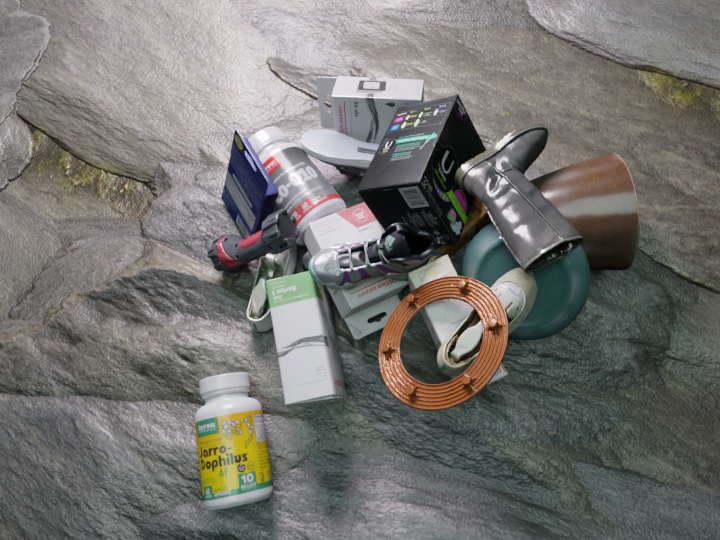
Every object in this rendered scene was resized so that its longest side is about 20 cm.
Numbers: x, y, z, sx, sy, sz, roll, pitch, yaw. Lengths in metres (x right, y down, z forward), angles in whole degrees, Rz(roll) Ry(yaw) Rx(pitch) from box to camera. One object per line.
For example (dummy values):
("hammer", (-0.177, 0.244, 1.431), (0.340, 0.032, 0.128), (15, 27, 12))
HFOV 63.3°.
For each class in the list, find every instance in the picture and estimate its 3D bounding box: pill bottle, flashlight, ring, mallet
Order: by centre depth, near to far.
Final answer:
("ring", (0.108, 0.095, 0.812), (0.199, 0.019, 0.202), (-20, 49, 25))
("pill bottle", (-0.211, 0.275, 0.956), (0.112, 0.113, 0.202), (-11, 75, 3))
("flashlight", (-0.185, -0.052, 1.004), (0.068, 0.199, 0.068), (42, 49, -25))
("mallet", (-0.015, 0.026, 1.043), (0.199, 0.066, 0.041), (29, 80, -3))
("pill bottle", (-0.126, -0.155, 1.056), (0.114, 0.114, 0.200), (-37, 75, -4))

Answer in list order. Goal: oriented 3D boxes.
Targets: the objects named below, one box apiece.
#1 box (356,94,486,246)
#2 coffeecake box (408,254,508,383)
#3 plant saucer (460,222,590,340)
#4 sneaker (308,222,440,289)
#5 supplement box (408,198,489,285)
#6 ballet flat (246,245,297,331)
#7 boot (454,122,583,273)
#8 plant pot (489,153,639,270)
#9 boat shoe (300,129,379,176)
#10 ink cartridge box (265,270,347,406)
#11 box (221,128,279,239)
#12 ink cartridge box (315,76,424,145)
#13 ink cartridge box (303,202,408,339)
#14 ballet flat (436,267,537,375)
("box", (0.110, -0.161, 0.964), (0.123, 0.149, 0.201), (-1, 51, 38))
("coffeecake box", (0.151, 0.096, 0.941), (0.073, 0.154, 0.201), (-24, 75, 0))
("plant saucer", (0.249, 0.016, 0.900), (0.198, 0.036, 0.202), (5, 103, 20))
("sneaker", (0.026, -0.032, 0.886), (0.198, 0.140, 0.078), (-9, 72, -20))
("supplement box", (0.143, -0.060, 1.028), (0.200, 0.069, 0.067), (-43, 73, -3))
("ballet flat", (-0.160, 0.009, 1.043), (0.069, 0.069, 0.202), (11, 77, 9))
("boot", (0.257, -0.112, 0.862), (0.181, 0.073, 0.200), (-35, 52, -2))
("plant pot", (0.317, -0.082, 0.953), (0.198, 0.187, 0.189), (-7, 75, 5))
("boat shoe", (-0.014, -0.202, 1.070), (0.198, 0.066, 0.070), (8, 53, -8))
("ink cartridge box", (-0.086, 0.120, 0.965), (0.083, 0.146, 0.202), (-12, 74, 4))
("box", (-0.194, -0.142, 1.022), (0.032, 0.200, 0.122), (-23, 72, -29))
("ink cartridge box", (0.014, -0.284, 1.065), (0.198, 0.116, 0.067), (4, 49, 7))
("ink cartridge box", (0.000, 0.000, 0.982), (0.116, 0.068, 0.201), (-23, 78, -22))
("ballet flat", (0.187, 0.072, 0.832), (0.067, 0.062, 0.200), (39, 82, 16))
